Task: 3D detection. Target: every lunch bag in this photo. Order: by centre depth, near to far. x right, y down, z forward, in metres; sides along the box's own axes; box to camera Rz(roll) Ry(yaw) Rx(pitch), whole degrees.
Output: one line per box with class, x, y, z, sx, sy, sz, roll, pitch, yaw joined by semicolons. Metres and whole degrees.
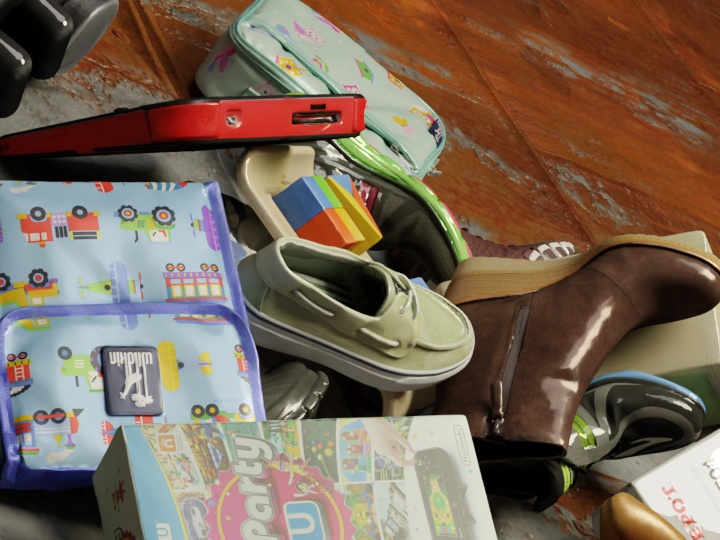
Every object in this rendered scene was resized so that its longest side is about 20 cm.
lunch bag;-0.140;0.052;1.422;0.149;0.094;0.201;0;49;-21
lunch bag;-0.026;-0.123;1.981;0.200;0.077;0.160;39;22;-1

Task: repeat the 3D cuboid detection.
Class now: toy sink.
toy sink;0.165;0.065;1.808;0.130;0.198;0.113;56;26;-59

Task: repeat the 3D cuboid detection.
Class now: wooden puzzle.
wooden puzzle;0.000;0.000;1.721;0.201;0.046;0.185;59;12;4

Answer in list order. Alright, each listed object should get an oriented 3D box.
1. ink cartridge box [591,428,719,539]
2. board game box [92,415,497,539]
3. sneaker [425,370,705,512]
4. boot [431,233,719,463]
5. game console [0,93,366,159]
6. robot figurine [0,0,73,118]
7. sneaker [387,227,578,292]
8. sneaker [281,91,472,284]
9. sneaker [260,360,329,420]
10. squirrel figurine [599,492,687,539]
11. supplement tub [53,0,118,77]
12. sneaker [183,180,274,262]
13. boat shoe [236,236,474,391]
ink cartridge box;0.280;0.172;1.731;0.199;0.086;0.147;-27;78;-25
board game box;-0.027;0.156;1.324;0.198;0.064;0.148;-1;59;-24
sneaker;0.135;0.121;1.699;0.198;0.071;0.083;-9;44;-10
boot;0.142;0.059;1.673;0.073;0.198;0.167;75;17;-45
game console;-0.111;-0.094;1.676;0.199;0.176;0.031;-5;93;-51
robot figurine;-0.278;-0.192;1.644;0.200;0.125;0.150;42;22;4
sneaker;0.089;-0.016;1.972;0.115;0.076;0.200;42;22;13
sneaker;0.002;-0.045;1.872;0.200;0.084;0.077;39;-3;9
sneaker;-0.079;0.088;1.511;0.090;0.076;0.200;31;18;4
squirrel figurine;0.166;0.266;1.479;0.199;0.142;0.187;37;28;-1
supplement tub;-0.261;-0.224;1.758;0.200;0.107;0.107;41;22;3
sneaker;-0.107;-0.004;1.650;0.088;0.076;0.200;30;13;-3
boat shoe;0.003;0.027;1.579;0.199;0.062;0.072;12;55;-40
